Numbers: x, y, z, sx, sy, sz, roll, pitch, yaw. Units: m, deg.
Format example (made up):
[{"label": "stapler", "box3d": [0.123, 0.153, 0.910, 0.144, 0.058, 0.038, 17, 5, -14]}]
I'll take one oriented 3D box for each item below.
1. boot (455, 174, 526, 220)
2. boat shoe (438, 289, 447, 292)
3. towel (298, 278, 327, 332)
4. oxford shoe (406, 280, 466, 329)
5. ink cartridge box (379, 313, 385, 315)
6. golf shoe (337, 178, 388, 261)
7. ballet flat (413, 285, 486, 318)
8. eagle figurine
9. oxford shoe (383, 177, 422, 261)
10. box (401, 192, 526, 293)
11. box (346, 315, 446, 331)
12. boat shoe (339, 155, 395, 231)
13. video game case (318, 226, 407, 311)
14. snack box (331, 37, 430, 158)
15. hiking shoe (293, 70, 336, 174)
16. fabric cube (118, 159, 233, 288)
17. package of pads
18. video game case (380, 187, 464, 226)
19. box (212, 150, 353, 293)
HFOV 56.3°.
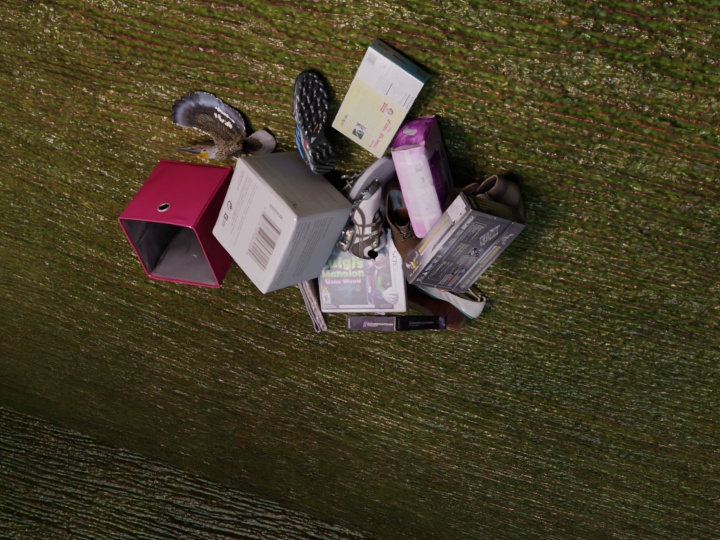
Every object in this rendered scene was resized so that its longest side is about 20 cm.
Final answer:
[{"label": "boot", "box3d": [0.231, -0.106, 1.332, 0.199, 0.071, 0.146, -36, 135, 20]}, {"label": "boat shoe", "box3d": [0.125, -0.021, 1.470, 0.198, 0.068, 0.072, 30, 141, -7]}, {"label": "towel", "box3d": [-0.119, 0.013, 1.572, 0.032, 0.193, 0.202, -12, 135, 5]}, {"label": "oxford shoe", "box3d": [0.170, 0.077, 1.621, 0.199, 0.071, 0.074, 35, 167, -20]}, {"label": "ink cartridge box", "box3d": [0.018, 0.022, 1.633, 0.118, 0.042, 0.202, 17, 139, 8]}, {"label": "golf shoe", "box3d": [0.024, -0.097, 1.343, 0.094, 0.078, 0.201, 32, 143, 7]}, {"label": "ballet flat", "box3d": [0.208, 0.041, 1.556, 0.198, 0.070, 0.069, 29, 141, -16]}, {"label": "eagle figurine", "box3d": [-0.292, -0.265, 1.399, 0.200, 0.150, 0.153, 41, 103, 22]}, {"label": "oxford shoe", "box3d": [0.089, -0.079, 1.352, 0.072, 0.085, 0.202, -19, 107, 13]}, {"label": "box", "box3d": [0.195, -0.047, 1.281, 0.157, 0.049, 0.201, 9, 133, -37]}, {"label": "box", "box3d": [0.083, 0.118, 1.523, 0.142, 0.037, 0.198, -3, 174, 41]}, {"label": "boat shoe", "box3d": [-0.004, -0.169, 1.393, 0.073, 0.069, 0.200, 3, 135, -43]}, {"label": "video game case", "box3d": [0.000, 0.000, 1.463, 0.197, 0.023, 0.185, -1, 103, 19]}, {"label": "snack box", "box3d": [0.033, -0.309, 1.233, 0.115, 0.037, 0.200, 33, 141, -2]}, {"label": "hiking shoe", "box3d": [-0.105, -0.286, 1.301, 0.086, 0.074, 0.203, 36, 140, 49]}, {"label": "fabric cube", "box3d": [-0.392, -0.109, 1.543, 0.193, 0.201, 0.202, 8, 140, 17]}, {"label": "package of pads", "box3d": [0.123, -0.175, 1.271, 0.075, 0.121, 0.202, -3, 129, 23]}, {"label": "video game case", "box3d": [0.143, -0.101, 1.445, 0.197, 0.024, 0.183, 1, 137, 22]}, {"label": "box", "box3d": [-0.160, -0.104, 1.371, 0.200, 0.170, 0.200, 46, 128, 24]}]
